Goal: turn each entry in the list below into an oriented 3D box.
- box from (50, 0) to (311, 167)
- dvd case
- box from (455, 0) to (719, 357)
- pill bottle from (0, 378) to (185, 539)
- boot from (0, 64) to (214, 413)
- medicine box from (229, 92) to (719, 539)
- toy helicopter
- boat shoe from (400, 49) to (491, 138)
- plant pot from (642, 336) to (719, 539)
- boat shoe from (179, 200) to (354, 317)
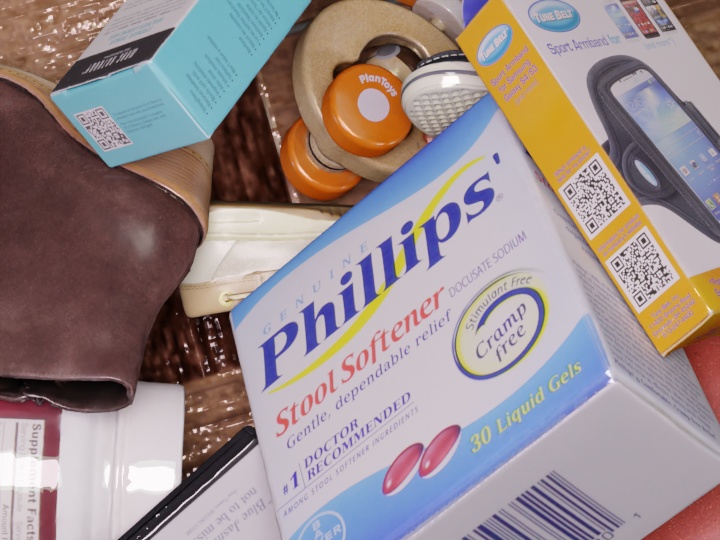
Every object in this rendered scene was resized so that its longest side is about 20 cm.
[{"bbox_3d":[-0.064,-0.141,1.016,0.049,0.082,0.201,51,53,-25],"label":"box"},{"bbox_3d":[-0.055,0.191,1.020,0.142,0.018,0.201,-41,122,-10],"label":"dvd case"},{"bbox_3d":[0.129,-0.064,0.953,0.119,0.041,0.201,-16,70,-46],"label":"box"},{"bbox_3d":[-0.188,0.099,1.021,0.198,0.114,0.115,3,82,-6],"label":"pill bottle"},{"bbox_3d":[-0.178,-0.018,1.013,0.198,0.073,0.167,8,52,13],"label":"boot"},{"bbox_3d":[0.048,0.054,0.959,0.182,0.201,0.103,-39,130,18],"label":"medicine box"},{"bbox_3d":[0.058,-0.092,1.104,0.198,0.079,0.133,17,65,-17],"label":"toy helicopter"},{"bbox_3d":[0.096,-0.102,1.048,0.199,0.074,0.063,-7,75,-39],"label":"boat shoe"},{"bbox_3d":[0.185,0.117,1.031,0.175,0.200,0.201,23,80,7],"label":"plant pot"},{"bbox_3d":[0.000,0.000,1.083,0.198,0.074,0.067,3,94,-4],"label":"boat shoe"}]
